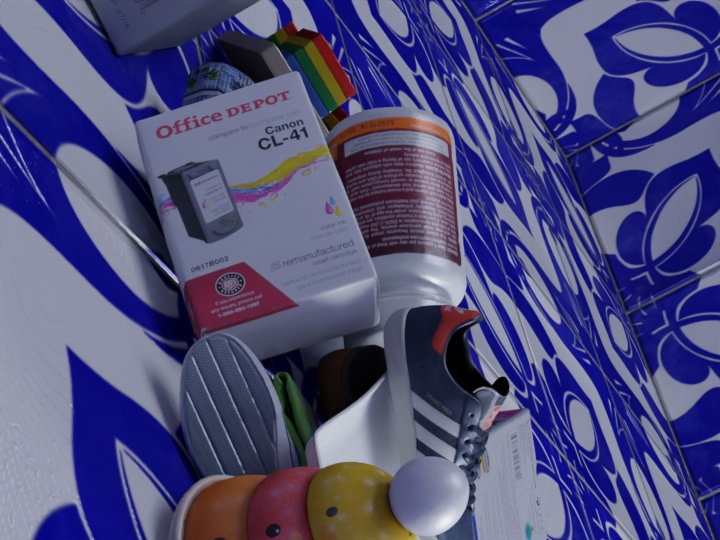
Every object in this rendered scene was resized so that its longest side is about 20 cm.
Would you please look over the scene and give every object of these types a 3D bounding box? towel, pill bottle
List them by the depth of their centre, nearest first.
[{"bbox_3d":[-0.022,0.184,1.454,0.200,0.030,0.150,62,5,-56],"label":"towel"},{"bbox_3d":[0.029,-0.023,1.528,0.114,0.113,0.202,42,39,-55],"label":"pill bottle"}]

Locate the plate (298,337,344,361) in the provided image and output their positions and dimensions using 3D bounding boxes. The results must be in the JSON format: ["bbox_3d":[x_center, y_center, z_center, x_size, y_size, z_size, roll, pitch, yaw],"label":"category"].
[{"bbox_3d":[0.000,0.000,1.613,0.199,0.032,0.202,32,46,-49],"label":"plate"}]

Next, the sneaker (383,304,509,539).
[{"bbox_3d":[0.076,0.124,1.393,0.075,0.084,0.202,-22,102,-68],"label":"sneaker"}]

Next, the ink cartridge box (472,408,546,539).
[{"bbox_3d":[0.105,0.195,1.551,0.200,0.042,0.121,-19,101,-67],"label":"ink cartridge box"}]

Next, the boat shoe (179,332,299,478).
[{"bbox_3d":[-0.081,0.144,1.329,0.067,0.073,0.202,93,-19,-87],"label":"boat shoe"}]

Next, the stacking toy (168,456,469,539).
[{"bbox_3d":[-0.014,0.168,1.189,0.146,0.199,0.147,38,35,-33],"label":"stacking toy"}]

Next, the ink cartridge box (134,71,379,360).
[{"bbox_3d":[-0.082,-0.038,1.444,0.086,0.146,0.202,87,-16,-63],"label":"ink cartridge box"}]

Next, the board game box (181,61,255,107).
[{"bbox_3d":[-0.083,-0.054,1.601,0.200,0.061,0.201,45,37,-36],"label":"board game box"}]

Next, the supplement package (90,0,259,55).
[{"bbox_3d":[-0.171,-0.276,1.664,0.118,0.117,0.200,61,14,-2],"label":"supplement package"}]

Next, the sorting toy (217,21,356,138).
[{"bbox_3d":[-0.046,-0.163,1.862,0.201,0.069,0.199,58,-8,-19],"label":"sorting toy"}]

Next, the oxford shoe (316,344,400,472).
[{"bbox_3d":[0.014,0.155,1.471,0.071,0.071,0.202,-20,100,-36],"label":"oxford shoe"}]

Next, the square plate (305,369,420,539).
[{"bbox_3d":[0.014,0.187,1.366,0.200,0.028,0.200,-34,112,-66],"label":"square plate"}]
